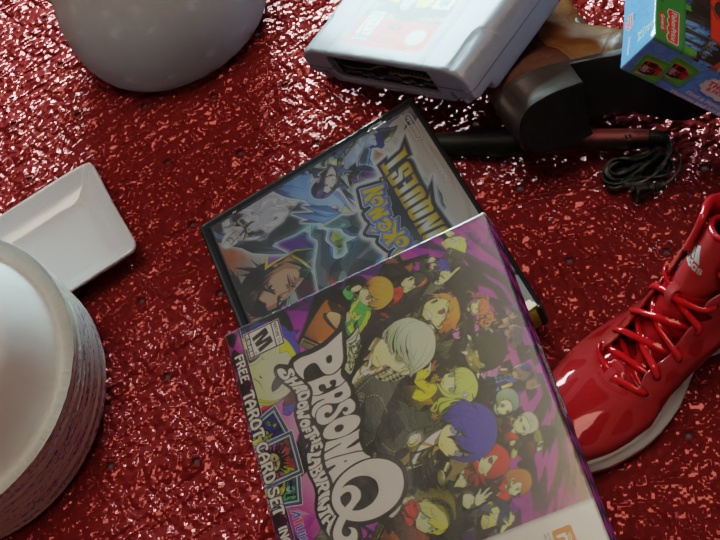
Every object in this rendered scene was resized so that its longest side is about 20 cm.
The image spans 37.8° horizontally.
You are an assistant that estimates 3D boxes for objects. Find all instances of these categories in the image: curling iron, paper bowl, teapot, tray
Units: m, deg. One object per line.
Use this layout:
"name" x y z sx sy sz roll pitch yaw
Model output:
"curling iron" 0.119 -0.082 0.724 0.197 0.026 0.050 10 58 23
"paper bowl" -0.275 0.072 0.683 0.197 0.105 0.204 -3 66 8
"teapot" -0.180 -0.257 0.856 0.199 0.147 0.197 -39 55 -9
"tray" -0.266 0.008 0.788 0.198 0.022 0.108 -34 54 -6

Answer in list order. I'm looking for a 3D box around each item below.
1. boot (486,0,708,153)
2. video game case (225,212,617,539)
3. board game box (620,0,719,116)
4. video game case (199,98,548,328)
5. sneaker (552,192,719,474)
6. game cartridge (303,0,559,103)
"boot" 0.163 -0.171 0.757 0.186 0.069 0.201 -23 39 3
"video game case" 0.027 0.094 0.595 0.179 0.036 0.203 -24 65 13
"board game box" 0.254 -0.151 0.652 0.197 0.037 0.154 22 58 -17
"video game case" 0.000 0.000 0.699 0.179 0.026 0.202 -31 55 3
"sneaker" 0.166 0.023 0.587 0.199 0.116 0.078 -40 56 -11
"game cartridge" 0.053 -0.190 0.764 0.134 0.041 0.199 -50 37 -14
